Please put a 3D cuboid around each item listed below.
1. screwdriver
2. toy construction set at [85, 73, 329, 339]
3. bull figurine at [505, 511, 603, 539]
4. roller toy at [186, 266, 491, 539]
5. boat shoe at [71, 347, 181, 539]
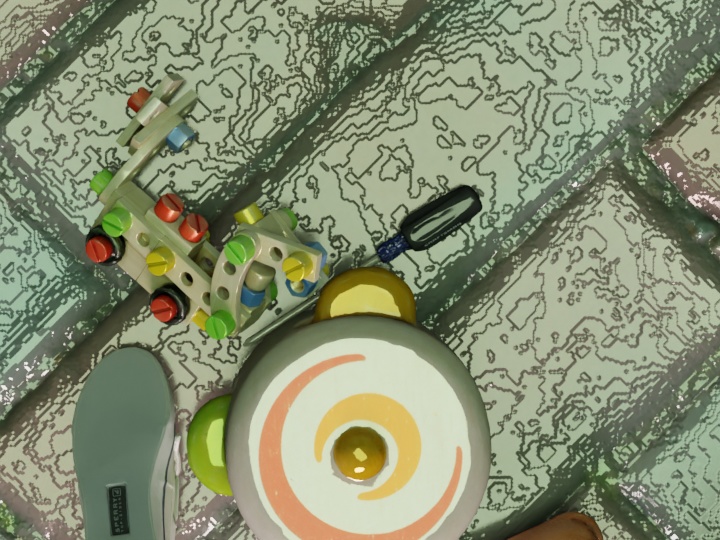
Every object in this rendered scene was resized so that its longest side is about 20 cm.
[{"bbox_3d":[0.000,0.000,1.464,0.200,0.029,0.028,-33,94,-1],"label":"screwdriver"},{"bbox_3d":[-0.115,-0.035,1.411,0.200,0.092,0.131,51,128,18],"label":"toy construction set"},{"bbox_3d":[0.088,0.246,1.466,0.200,0.065,0.122,-22,98,1],"label":"bull figurine"},{"bbox_3d":[-0.001,0.116,1.414,0.182,0.140,0.200,44,90,-5],"label":"roller toy"},{"bbox_3d":[-0.156,0.159,1.446,0.075,0.086,0.202,-8,65,2],"label":"boat shoe"}]
